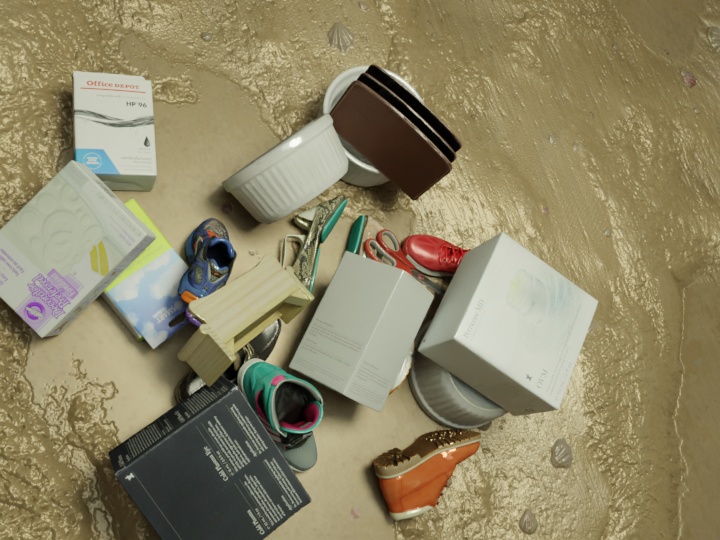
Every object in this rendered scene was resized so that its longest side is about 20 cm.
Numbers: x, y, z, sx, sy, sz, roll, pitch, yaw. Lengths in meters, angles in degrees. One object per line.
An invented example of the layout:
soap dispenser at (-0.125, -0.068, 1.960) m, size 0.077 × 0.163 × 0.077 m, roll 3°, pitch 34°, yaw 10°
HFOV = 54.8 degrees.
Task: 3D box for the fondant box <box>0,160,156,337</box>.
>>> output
fondant box at (-0.407, -0.028, 0.955) m, size 0.144 × 0.058 × 0.200 m, roll 45°, pitch 89°, yaw -2°

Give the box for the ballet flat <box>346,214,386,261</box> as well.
ballet flat at (0.000, 0.000, 1.160) m, size 0.067 × 0.068 × 0.200 m, roll 30°, pitch 67°, yaw -21°

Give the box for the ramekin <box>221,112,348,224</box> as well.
ramekin at (-0.109, -0.154, 1.090) m, size 0.202 × 0.202 × 0.094 m, roll -41°, pitch 104°, yaw -27°

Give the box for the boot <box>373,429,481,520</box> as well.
boot at (0.117, 0.323, 1.117) m, size 0.200 × 0.075 × 0.107 m, roll -16°, pitch 96°, yaw -28°

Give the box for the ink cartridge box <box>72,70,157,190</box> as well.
ink cartridge box at (-0.379, -0.228, 1.065) m, size 0.116 × 0.068 × 0.200 m, roll -2°, pitch 75°, yaw -23°

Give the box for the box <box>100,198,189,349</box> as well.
box at (-0.325, 0.007, 1.029) m, size 0.122 × 0.048 × 0.200 m, roll -39°, pitch 92°, yaw -26°

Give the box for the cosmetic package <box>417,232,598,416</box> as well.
cosmetic package at (0.231, 0.086, 1.082) m, size 0.200 × 0.123 × 0.200 m, roll 33°, pitch 64°, yaw -9°

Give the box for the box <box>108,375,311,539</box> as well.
box at (-0.202, 0.278, 0.934) m, size 0.182 × 0.104 × 0.200 m, roll -34°, pitch 105°, yaw -21°

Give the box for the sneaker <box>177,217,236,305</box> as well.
sneaker at (-0.214, -0.022, 1.029) m, size 0.075 × 0.078 × 0.200 m, roll 29°, pitch 25°, yaw -26°

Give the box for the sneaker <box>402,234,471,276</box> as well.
sneaker at (0.181, -0.028, 1.213) m, size 0.200 × 0.116 × 0.079 m, roll 18°, pitch 68°, yaw -18°

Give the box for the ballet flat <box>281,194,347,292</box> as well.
ballet flat at (-0.086, -0.050, 1.142) m, size 0.075 × 0.068 × 0.200 m, roll 20°, pitch 69°, yaw 1°

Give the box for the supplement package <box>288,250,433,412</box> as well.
supplement package at (0.004, 0.091, 1.057) m, size 0.117 × 0.117 × 0.200 m, roll 37°, pitch 76°, yaw -51°

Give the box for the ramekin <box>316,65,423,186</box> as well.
ramekin at (0.014, -0.245, 1.219) m, size 0.200 × 0.098 × 0.201 m, roll 6°, pitch 73°, yaw -21°

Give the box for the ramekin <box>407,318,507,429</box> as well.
ramekin at (0.189, 0.162, 1.167) m, size 0.200 × 0.105 × 0.201 m, roll 6°, pitch 73°, yaw -21°

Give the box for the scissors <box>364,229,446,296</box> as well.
scissors at (0.088, 0.010, 1.165) m, size 0.200 × 0.014 × 0.073 m, roll 45°, pitch 47°, yaw -8°

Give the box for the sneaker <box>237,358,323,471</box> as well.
sneaker at (-0.092, 0.219, 0.995) m, size 0.084 × 0.121 × 0.200 m, roll -38°, pitch 115°, yaw -26°

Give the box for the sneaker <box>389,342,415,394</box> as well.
sneaker at (0.042, 0.106, 1.149) m, size 0.092 × 0.076 × 0.200 m, roll 19°, pitch 61°, yaw -9°

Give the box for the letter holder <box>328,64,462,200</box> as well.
letter holder at (0.066, -0.232, 1.102) m, size 0.200 × 0.142 × 0.101 m, roll 41°, pitch 64°, yaw -7°

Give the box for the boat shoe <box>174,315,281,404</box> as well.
boat shoe at (-0.187, 0.134, 1.035) m, size 0.074 × 0.073 × 0.200 m, roll 45°, pitch 63°, yaw -5°

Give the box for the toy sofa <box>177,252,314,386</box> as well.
toy sofa at (-0.168, 0.064, 0.986) m, size 0.098 × 0.083 × 0.200 m, roll 48°, pitch 41°, yaw 2°
